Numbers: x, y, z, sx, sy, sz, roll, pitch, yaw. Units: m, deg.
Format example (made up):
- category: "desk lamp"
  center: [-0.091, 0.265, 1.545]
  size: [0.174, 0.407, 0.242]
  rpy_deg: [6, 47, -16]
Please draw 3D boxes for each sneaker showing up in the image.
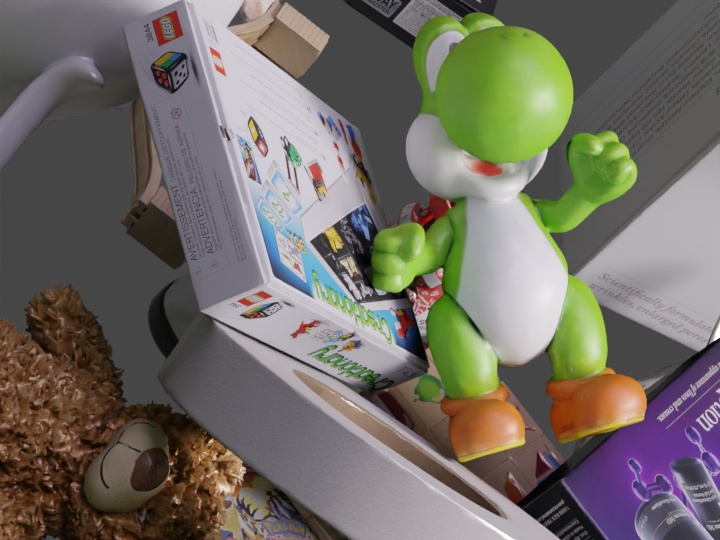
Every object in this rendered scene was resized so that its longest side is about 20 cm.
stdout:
- category: "sneaker"
  center: [0.000, -0.001, 1.213]
  size: [0.201, 0.108, 0.067]
  rpy_deg: [-2, 58, -41]

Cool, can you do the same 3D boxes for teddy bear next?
- category: "teddy bear"
  center: [-0.145, 0.061, 1.041]
  size: [0.200, 0.067, 0.145]
  rpy_deg: [40, 43, 21]

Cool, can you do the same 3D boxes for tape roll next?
- category: "tape roll"
  center: [0.007, 0.085, 1.035]
  size: [0.202, 0.037, 0.203]
  rpy_deg: [34, 1, 0]

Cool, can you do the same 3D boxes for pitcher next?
- category: "pitcher"
  center: [-0.144, -0.098, 1.083]
  size: [0.121, 0.199, 0.172]
  rpy_deg: [45, 25, -45]

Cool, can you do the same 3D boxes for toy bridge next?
- category: "toy bridge"
  center: [-0.077, -0.083, 1.279]
  size: [0.067, 0.027, 0.200]
  rpy_deg: [37, 41, -8]

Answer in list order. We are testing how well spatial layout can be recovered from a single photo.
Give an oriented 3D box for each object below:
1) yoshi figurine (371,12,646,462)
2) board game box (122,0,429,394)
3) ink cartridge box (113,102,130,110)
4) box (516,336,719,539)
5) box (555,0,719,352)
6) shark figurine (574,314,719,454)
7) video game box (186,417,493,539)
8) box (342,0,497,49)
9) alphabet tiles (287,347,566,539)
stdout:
- category: "yoshi figurine"
  center: [0.065, -0.023, 1.114]
  size: [0.112, 0.112, 0.201]
  rpy_deg: [-2, 78, -54]
- category: "board game box"
  center: [-0.032, -0.026, 1.082]
  size: [0.200, 0.034, 0.127]
  rpy_deg: [32, 39, -66]
- category: "ink cartridge box"
  center: [-0.149, -0.173, 1.160]
  size: [0.196, 0.200, 0.043]
  rpy_deg: [16, 42, -31]
- category: "box"
  center: [0.158, 0.131, 1.189]
  size: [0.141, 0.079, 0.200]
  rpy_deg: [53, 37, 3]
- category: "box"
  center: [0.242, -0.054, 1.391]
  size: [0.198, 0.200, 0.131]
  rpy_deg: [25, 43, -23]
- category: "shark figurine"
  center: [0.225, 0.094, 1.355]
  size: [0.214, 0.089, 0.129]
  rpy_deg: [28, 76, -8]
- category: "video game box"
  center: [-0.010, 0.160, 1.120]
  size: [0.199, 0.047, 0.183]
  rpy_deg: [11, 53, -34]
- category: "box"
  center: [-0.004, -0.226, 1.442]
  size: [0.200, 0.050, 0.158]
  rpy_deg: [33, 42, -14]
- category: "alphabet tiles"
  center: [0.063, 0.134, 1.167]
  size: [0.200, 0.008, 0.167]
  rpy_deg: [52, 39, 7]
